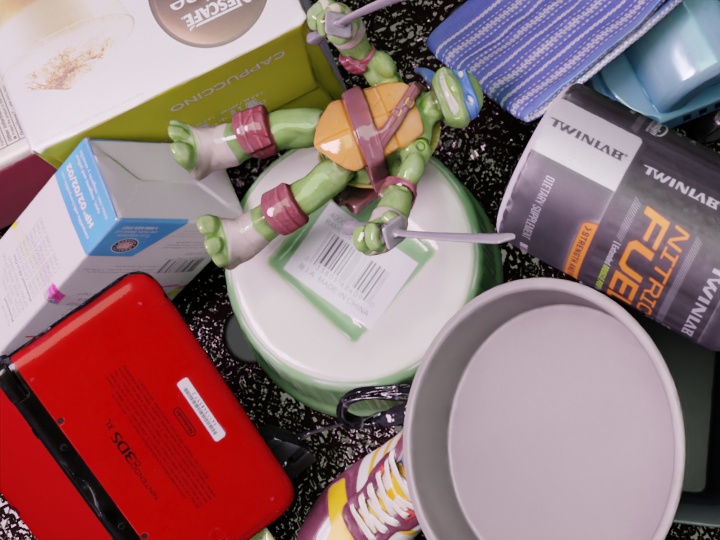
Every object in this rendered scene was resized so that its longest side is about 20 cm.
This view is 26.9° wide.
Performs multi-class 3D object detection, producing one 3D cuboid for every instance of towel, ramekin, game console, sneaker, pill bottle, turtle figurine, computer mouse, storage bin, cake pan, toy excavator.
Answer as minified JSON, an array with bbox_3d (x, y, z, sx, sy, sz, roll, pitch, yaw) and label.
[{"bbox_3d":[0.129,-0.178,1.036,0.144,0.200,0.024,-40,118,1],"label":"towel"},{"bbox_3d":[0.000,0.000,1.052,0.198,0.098,0.202,-1,79,7],"label":"ramekin"},{"bbox_3d":[-0.171,0.113,1.018,0.172,0.119,0.201,-35,111,-9],"label":"game console"},{"bbox_3d":[0.028,0.145,1.026,0.200,0.090,0.075,-43,77,-2],"label":"sneaker"},{"bbox_3d":[0.189,-0.022,0.891,0.199,0.106,0.107,28,84,12],"label":"pill bottle"},{"bbox_3d":[-0.022,-0.082,0.917,0.192,0.200,0.145,-22,113,10],"label":"turtle figurine"},{"bbox_3d":[-0.032,0.122,1.024,0.199,0.058,0.034,-25,46,31],"label":"computer mouse"},{"bbox_3d":[0.212,0.065,0.994,0.144,0.134,0.202,5,81,9],"label":"storage bin"},{"bbox_3d":[0.114,0.106,0.914,0.199,0.037,0.203,-5,82,39],"label":"cake pan"},{"bbox_3d":[0.249,-0.166,1.000,0.193,0.200,0.101,-22,77,-11],"label":"toy excavator"}]

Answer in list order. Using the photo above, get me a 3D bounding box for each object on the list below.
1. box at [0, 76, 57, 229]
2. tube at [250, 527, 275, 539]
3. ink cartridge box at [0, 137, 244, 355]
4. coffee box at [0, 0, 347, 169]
[{"bbox_3d":[-0.315,-0.089,1.099,0.198,0.109,0.129,-26,76,7],"label":"box"},{"bbox_3d":[-0.028,0.270,1.030,0.058,0.052,0.201,-38,78,1],"label":"tube"},{"bbox_3d":[-0.184,-0.004,1.032,0.200,0.114,0.068,-42,63,35],"label":"ink cartridge box"},{"bbox_3d":[-0.142,-0.182,1.052,0.198,0.200,0.199,-24,77,3],"label":"coffee box"}]
